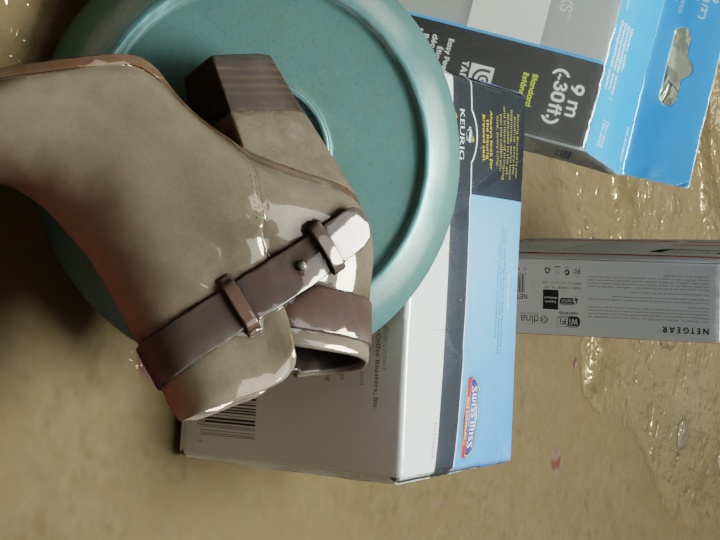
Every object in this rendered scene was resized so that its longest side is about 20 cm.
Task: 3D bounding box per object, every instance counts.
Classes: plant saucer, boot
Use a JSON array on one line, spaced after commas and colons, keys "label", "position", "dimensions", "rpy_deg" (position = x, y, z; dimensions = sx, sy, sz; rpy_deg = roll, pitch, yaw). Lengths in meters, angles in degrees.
[{"label": "plant saucer", "position": [-0.047, -0.053, 0.782], "dimensions": [0.027, 0.198, 0.202], "rpy_deg": [179, -86, -77]}, {"label": "boot", "position": [-0.085, -0.011, 0.712], "dimensions": [0.199, 0.070, 0.147], "rpy_deg": [-11, 80, -25]}]

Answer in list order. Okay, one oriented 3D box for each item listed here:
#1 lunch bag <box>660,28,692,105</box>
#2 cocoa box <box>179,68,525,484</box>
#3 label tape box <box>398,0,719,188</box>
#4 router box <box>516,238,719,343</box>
[{"label": "lunch bag", "position": [0.137, -0.194, 1.119], "dimensions": [0.168, 0.138, 0.202], "rpy_deg": [30, 66, -57]}, {"label": "cocoa box", "position": [0.000, 0.000, 0.898], "dimensions": [0.131, 0.132, 0.202], "rpy_deg": [3, 90, -61]}, {"label": "label tape box", "position": [0.110, -0.142, 0.995], "dimensions": [0.066, 0.198, 0.144], "rpy_deg": [48, 57, -83]}, {"label": "router box", "position": [0.169, 0.009, 1.130], "dimensions": [0.179, 0.199, 0.049], "rpy_deg": [-9, 99, -60]}]
